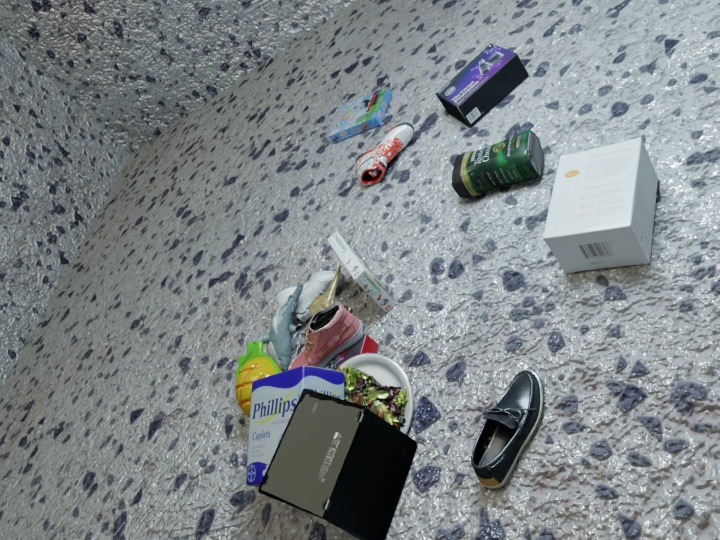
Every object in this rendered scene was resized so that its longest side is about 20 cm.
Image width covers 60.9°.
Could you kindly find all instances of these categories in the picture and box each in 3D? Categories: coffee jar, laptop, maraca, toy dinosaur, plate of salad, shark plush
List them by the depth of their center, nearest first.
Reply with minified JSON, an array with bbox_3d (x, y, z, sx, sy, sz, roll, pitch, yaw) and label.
[{"bbox_3d":[-0.034,0.332,1.040,0.198,0.116,0.189,11,60,25],"label":"laptop"},{"bbox_3d":[0.005,0.254,1.155,0.198,0.048,0.203,-11,66,25],"label":"plate of salad"},{"bbox_3d":[0.299,-0.231,1.359,0.198,0.085,0.105,-15,44,37],"label":"coffee jar"},{"bbox_3d":[-0.231,0.249,1.379,0.137,0.106,0.201,-50,47,17],"label":"maraca"},{"bbox_3d":[-0.074,0.083,1.415,0.100,0.058,0.202,23,87,35],"label":"toy dinosaur"},{"bbox_3d":[-0.168,0.132,1.462,0.083,0.091,0.202,19,78,37],"label":"shark plush"}]

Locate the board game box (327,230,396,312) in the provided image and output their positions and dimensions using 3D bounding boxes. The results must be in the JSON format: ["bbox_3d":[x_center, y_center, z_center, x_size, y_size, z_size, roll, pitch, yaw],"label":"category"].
[{"bbox_3d":[0.000,0.000,1.393,0.035,0.126,0.200,-41,35,4],"label":"board game box"}]

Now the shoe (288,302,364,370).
[{"bbox_3d":[-0.092,0.149,1.278,0.199,0.091,0.072,-37,35,9],"label":"shoe"}]

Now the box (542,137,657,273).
[{"bbox_3d":[0.428,-0.113,1.086,0.151,0.106,0.202,-8,49,41],"label":"box"}]

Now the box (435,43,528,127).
[{"bbox_3d":[0.317,-0.488,1.612,0.200,0.079,0.141,-41,32,5],"label":"box"}]

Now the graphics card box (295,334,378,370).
[{"bbox_3d":[-0.064,0.211,1.311,0.198,0.051,0.127,-14,46,38],"label":"graphics card box"}]

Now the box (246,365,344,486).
[{"bbox_3d":[-0.124,0.299,1.159,0.183,0.104,0.203,-23,59,44],"label":"box"}]

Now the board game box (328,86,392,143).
[{"bbox_3d":[-0.001,-0.503,1.985,0.198,0.037,0.153,-13,46,39],"label":"board game box"}]

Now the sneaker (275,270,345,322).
[{"bbox_3d":[-0.117,0.070,1.509,0.198,0.075,0.101,-28,58,22],"label":"sneaker"}]

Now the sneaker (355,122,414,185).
[{"bbox_3d":[0.072,-0.316,1.695,0.200,0.067,0.109,-33,37,23],"label":"sneaker"}]

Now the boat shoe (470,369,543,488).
[{"bbox_3d":[0.231,0.241,0.968,0.074,0.062,0.201,5,57,50],"label":"boat shoe"}]
